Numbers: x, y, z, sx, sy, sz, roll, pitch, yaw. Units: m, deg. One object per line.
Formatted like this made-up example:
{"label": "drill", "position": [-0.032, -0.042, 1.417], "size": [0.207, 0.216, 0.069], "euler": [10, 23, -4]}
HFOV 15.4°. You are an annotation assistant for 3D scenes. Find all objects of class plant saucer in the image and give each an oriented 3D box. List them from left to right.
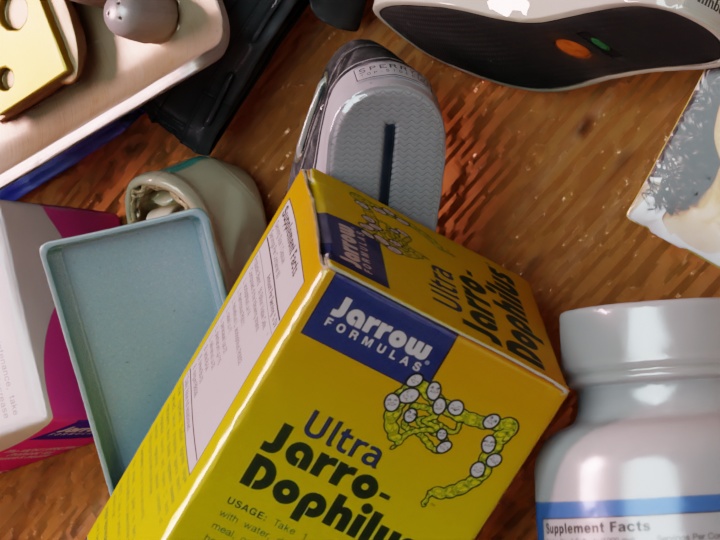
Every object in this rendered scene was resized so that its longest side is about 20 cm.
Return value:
{"label": "plant saucer", "position": [-0.074, 0.070, 1.107], "size": [0.069, 0.019, 0.201], "euler": [-12, 110, 3]}

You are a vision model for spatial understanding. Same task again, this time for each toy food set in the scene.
{"label": "toy food set", "position": [-0.152, -0.143, 1.128], "size": [0.143, 0.060, 0.201], "euler": [-28, 78, 30]}

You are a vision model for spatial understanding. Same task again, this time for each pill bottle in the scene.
{"label": "pill bottle", "position": [0.124, 0.114, 1.021], "size": [0.112, 0.112, 0.201], "euler": [-6, 84, 27]}

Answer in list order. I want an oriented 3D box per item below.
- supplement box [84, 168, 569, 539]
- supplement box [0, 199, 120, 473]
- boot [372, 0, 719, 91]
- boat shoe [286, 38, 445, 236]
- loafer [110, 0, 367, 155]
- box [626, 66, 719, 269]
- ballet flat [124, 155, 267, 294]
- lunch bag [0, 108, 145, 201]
{"label": "supplement box", "position": [-0.021, 0.082, 1.046], "size": [0.109, 0.109, 0.201], "euler": [27, 107, -15]}
{"label": "supplement box", "position": [-0.203, 0.046, 1.200], "size": [0.199, 0.101, 0.104], "euler": [-21, 78, 25]}
{"label": "boot", "position": [0.096, -0.152, 1.070], "size": [0.199, 0.072, 0.145], "euler": [1, 65, 51]}
{"label": "boat shoe", "position": [0.000, 0.000, 1.116], "size": [0.072, 0.071, 0.201], "euler": [8, 114, -10]}
{"label": "loafer", "position": [-0.020, -0.133, 1.139], "size": [0.200, 0.068, 0.070], "euler": [-43, 90, 14]}
{"label": "box", "position": [0.183, -0.091, 1.030], "size": [0.075, 0.050, 0.201], "euler": [28, 100, 15]}
{"label": "ballet flat", "position": [-0.073, 0.050, 1.152], "size": [0.069, 0.069, 0.201], "euler": [-8, 84, 27]}
{"label": "lunch bag", "position": [-0.195, -0.102, 1.225], "size": [0.199, 0.094, 0.151], "euler": [-27, 75, 11]}
